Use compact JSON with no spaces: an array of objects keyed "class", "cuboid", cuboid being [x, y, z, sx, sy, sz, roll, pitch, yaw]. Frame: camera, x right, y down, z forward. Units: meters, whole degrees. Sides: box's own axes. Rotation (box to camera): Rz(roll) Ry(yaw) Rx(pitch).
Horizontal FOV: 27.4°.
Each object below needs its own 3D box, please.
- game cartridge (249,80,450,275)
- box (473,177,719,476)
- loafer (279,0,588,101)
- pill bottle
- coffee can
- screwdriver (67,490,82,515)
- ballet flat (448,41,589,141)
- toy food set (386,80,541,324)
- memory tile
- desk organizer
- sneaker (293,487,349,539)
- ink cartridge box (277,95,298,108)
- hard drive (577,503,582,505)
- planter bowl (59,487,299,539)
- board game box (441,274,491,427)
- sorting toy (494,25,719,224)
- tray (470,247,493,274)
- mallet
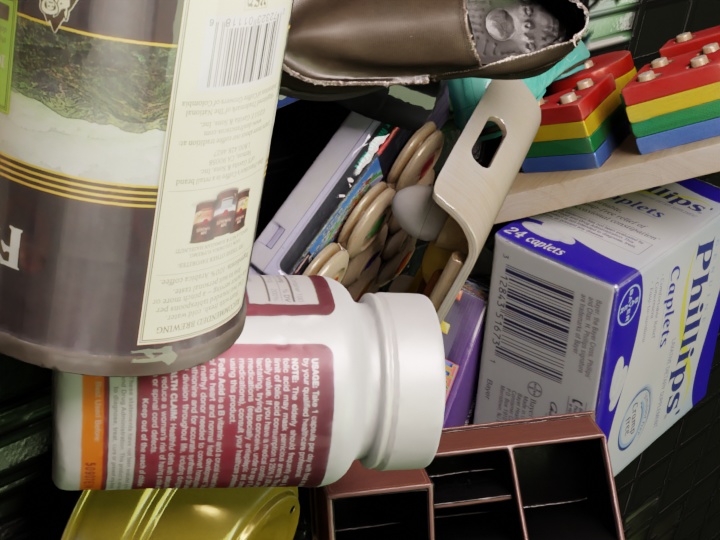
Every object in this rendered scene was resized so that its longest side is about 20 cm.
[{"class":"game cartridge","cuboid":[-0.011,-0.041,0.906,0.200,0.038,0.130,-54,174,-6]},{"class":"box","cuboid":[0.184,0.038,1.098,0.200,0.105,0.184,-30,133,-45]},{"class":"loafer","cuboid":[0.032,-0.133,0.769,0.199,0.071,0.073,-9,91,-23]},{"class":"pill bottle","cuboid":[-0.063,0.059,0.787,0.199,0.114,0.115,1,120,-12]},{"class":"coffee can","cuboid":[-0.110,-0.074,0.674,0.146,0.146,0.201,-19,128,-49]},{"class":"screwdriver","cuboid":[-0.182,0.186,0.876,0.029,0.028,0.200,26,88,-19]},{"class":"ballet flat","cuboid":[0.110,-0.150,1.018,0.200,0.067,0.071,-43,118,-59]},{"class":"toy food set","cuboid":[0.040,-0.015,0.922,0.144,0.060,0.200,-61,178,-47]},{"class":"memory tile","cuboid":[0.000,0.000,0.954,0.153,0.017,0.200,-51,169,-20]},{"class":"desk organizer","cuboid":[0.069,0.149,0.965,0.199,0.077,0.072,-6,107,-9]},{"class":"sneaker","cuboid":[-0.029,0.153,1.045,0.200,0.076,0.088,-59,171,13]},{"class":"ink cartridge box","cuboid":[-0.022,-0.156,0.843,0.200,0.044,0.094,-29,134,-43]},{"class":"hard drive","cuboid":[0.094,0.204,1.113,0.131,0.025,0.200,-13,171,-8]},{"class":"planter bowl","cuboid":[-0.094,0.158,0.901,0.201,0.083,0.201,-52,158,-31]},{"class":"board game box","cuboid":[0.085,0.103,1.150,0.165,0.057,0.201,-2,115,-57]},{"class":"sorting toy","cuboid":[0.199,-0.117,1.059,0.200,0.198,0.070,-43,115,-57]},{"class":"tray","cuboid":[0.058,0.076,1.165,0.200,0.022,0.107,-63,149,-1]},{"class":"mallet","cuboid":[0.042,-0.175,0.830,0.066,0.041,0.201,28,82,-22]}]
